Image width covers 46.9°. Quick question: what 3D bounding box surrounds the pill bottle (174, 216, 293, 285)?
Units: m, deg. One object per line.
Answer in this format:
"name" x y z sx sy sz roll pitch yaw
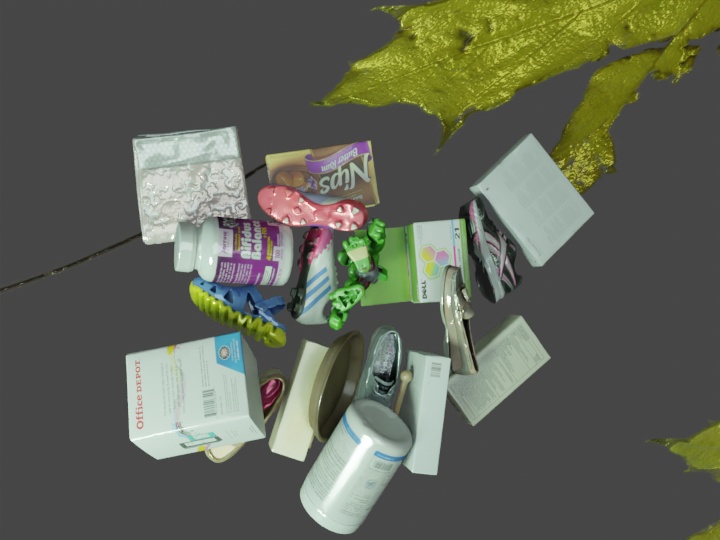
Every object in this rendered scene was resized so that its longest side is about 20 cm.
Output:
"pill bottle" -0.223 -0.035 1.449 0.196 0.112 0.115 3 88 -20

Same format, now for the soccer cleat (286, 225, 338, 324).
"soccer cleat" -0.073 0.001 1.521 0.085 0.069 0.204 17 86 -29

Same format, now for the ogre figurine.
"ogre figurine" 0.000 0.000 1.477 0.096 0.120 0.205 7 101 10

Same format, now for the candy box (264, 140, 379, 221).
"candy box" -0.070 -0.164 1.523 0.195 0.056 0.120 -9 91 -10

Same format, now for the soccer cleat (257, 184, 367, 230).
"soccer cleat" -0.083 -0.111 1.466 0.195 0.077 0.068 10 103 6

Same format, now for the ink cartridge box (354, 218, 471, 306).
"ink cartridge box" 0.097 -0.013 1.542 0.195 0.076 0.152 -5 90 -12

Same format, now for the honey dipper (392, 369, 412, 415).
"honey dipper" 0.059 0.275 1.516 0.037 0.038 0.204 11 106 -10

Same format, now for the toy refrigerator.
"toy refrigerator" -0.101 0.232 1.499 0.069 0.076 0.204 19 85 -10

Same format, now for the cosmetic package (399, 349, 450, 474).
"cosmetic package" 0.109 0.251 1.501 0.050 0.151 0.205 8 88 -13

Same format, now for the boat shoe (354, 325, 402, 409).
"boat shoe" 0.035 0.203 1.527 0.068 0.071 0.206 11 87 -10

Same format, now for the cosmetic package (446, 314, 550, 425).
"cosmetic package" 0.248 0.186 1.569 0.199 0.073 0.104 -38 96 -10

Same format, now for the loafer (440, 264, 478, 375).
"loafer" 0.182 0.090 1.484 0.062 0.072 0.205 5 108 28

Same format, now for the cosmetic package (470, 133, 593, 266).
"cosmetic package" 0.329 -0.134 1.595 0.150 0.052 0.201 -42 97 -11

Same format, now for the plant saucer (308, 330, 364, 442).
"plant saucer" -0.044 0.201 1.461 0.029 0.200 0.204 16 85 16

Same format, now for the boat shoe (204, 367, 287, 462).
"boat shoe" -0.205 0.259 1.480 0.073 0.069 0.201 39 82 -8

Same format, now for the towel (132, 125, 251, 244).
"towel" -0.302 -0.155 1.490 0.195 0.032 0.196 -8 91 -10

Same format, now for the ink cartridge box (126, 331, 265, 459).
"ink cartridge box" -0.274 0.212 1.391 0.195 0.147 0.150 -11 65 0

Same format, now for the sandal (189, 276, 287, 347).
"sandal" -0.212 0.061 1.487 0.197 0.079 0.088 28 64 -10

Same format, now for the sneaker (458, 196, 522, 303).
"sneaker" 0.251 -0.047 1.581 0.085 0.080 0.204 -21 103 -18

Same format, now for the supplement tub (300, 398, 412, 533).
"supplement tub" -0.008 0.341 1.454 0.130 0.132 0.202 29 108 -9
